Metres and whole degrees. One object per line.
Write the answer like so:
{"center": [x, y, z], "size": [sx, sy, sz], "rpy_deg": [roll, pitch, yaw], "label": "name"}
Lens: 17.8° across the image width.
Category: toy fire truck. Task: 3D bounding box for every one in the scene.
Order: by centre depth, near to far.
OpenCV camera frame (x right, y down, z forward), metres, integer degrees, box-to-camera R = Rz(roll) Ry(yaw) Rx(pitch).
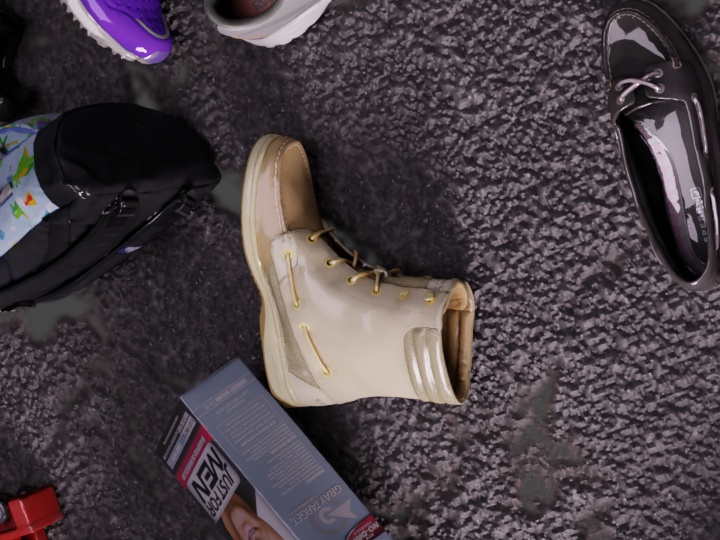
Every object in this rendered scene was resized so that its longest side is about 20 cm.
{"center": [-0.268, 0.245, 1.810], "size": [0.200, 0.049, 0.141], "rpy_deg": [-19, 90, 29], "label": "toy fire truck"}

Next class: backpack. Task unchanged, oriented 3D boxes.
{"center": [-0.232, -0.044, 1.693], "size": [0.154, 0.163, 0.200], "rpy_deg": [54, 124, 19], "label": "backpack"}

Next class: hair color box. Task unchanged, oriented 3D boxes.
{"center": [-0.057, 0.171, 1.659], "size": [0.200, 0.061, 0.099], "rpy_deg": [49, 150, 12], "label": "hair color box"}

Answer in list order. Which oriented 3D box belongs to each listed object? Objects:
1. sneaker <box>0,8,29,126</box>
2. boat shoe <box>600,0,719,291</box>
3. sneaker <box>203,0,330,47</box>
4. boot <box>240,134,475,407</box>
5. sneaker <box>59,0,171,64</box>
{"center": [-0.304, -0.194, 1.741], "size": [0.087, 0.074, 0.200], "rpy_deg": [-12, 98, 28], "label": "sneaker"}
{"center": [0.202, -0.083, 1.505], "size": [0.067, 0.057, 0.200], "rpy_deg": [-19, 90, 29], "label": "boat shoe"}
{"center": [-0.028, -0.223, 1.589], "size": [0.200, 0.079, 0.074], "rpy_deg": [-40, 78, 26], "label": "sneaker"}
{"center": [0.000, 0.000, 1.613], "size": [0.155, 0.073, 0.200], "rpy_deg": [-1, 101, 30], "label": "boot"}
{"center": [-0.180, -0.250, 1.668], "size": [0.099, 0.070, 0.200], "rpy_deg": [-33, 84, 26], "label": "sneaker"}
